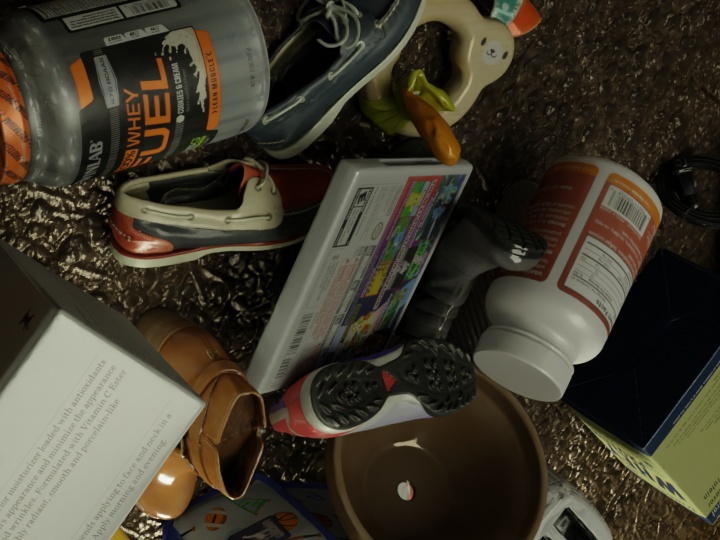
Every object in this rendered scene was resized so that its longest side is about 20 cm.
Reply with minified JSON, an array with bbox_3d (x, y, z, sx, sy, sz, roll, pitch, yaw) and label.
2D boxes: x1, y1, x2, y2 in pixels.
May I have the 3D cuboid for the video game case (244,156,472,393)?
[{"bbox_3d":[0.000,0.000,1.186,0.182,0.023,0.201,-8,127,-57],"label":"video game case"}]

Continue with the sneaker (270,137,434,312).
[{"bbox_3d":[-0.005,-0.035,1.227,0.200,0.066,0.091,-49,164,-6],"label":"sneaker"}]

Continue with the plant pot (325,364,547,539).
[{"bbox_3d":[0.054,0.182,1.282,0.200,0.202,0.093,-22,167,-30],"label":"plant pot"}]

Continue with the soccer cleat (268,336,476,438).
[{"bbox_3d":[0.014,0.099,1.215,0.199,0.073,0.069,-8,81,-44],"label":"soccer cleat"}]

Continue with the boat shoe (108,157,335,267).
[{"bbox_3d":[-0.100,-0.055,1.146,0.199,0.071,0.063,-13,136,-26],"label":"boat shoe"}]

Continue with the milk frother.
[{"bbox_3d":[0.410,-0.045,1.561,0.199,0.181,0.189,0,122,8],"label":"milk frother"}]

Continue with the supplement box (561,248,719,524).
[{"bbox_3d":[0.351,0.125,1.581,0.200,0.134,0.200,-52,134,-5],"label":"supplement box"}]

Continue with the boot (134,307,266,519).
[{"bbox_3d":[-0.132,0.143,1.171,0.073,0.155,0.201,-17,122,-31],"label":"boot"}]

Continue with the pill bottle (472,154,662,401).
[{"bbox_3d":[0.177,0.008,1.289,0.112,0.112,0.201,49,62,-44],"label":"pill bottle"}]

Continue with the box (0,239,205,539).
[{"bbox_3d":[-0.239,0.108,1.017,0.131,0.200,0.199,37,88,-30],"label":"box"}]

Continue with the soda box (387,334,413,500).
[{"bbox_3d":[0.052,0.154,1.397,0.068,0.064,0.201,-25,127,-26],"label":"soda box"}]

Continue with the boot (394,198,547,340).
[{"bbox_3d":[0.086,0.011,1.259,0.069,0.200,0.132,22,95,-16],"label":"boot"}]

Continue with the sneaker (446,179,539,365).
[{"bbox_3d":[0.147,0.020,1.394,0.079,0.078,0.201,19,98,-38],"label":"sneaker"}]

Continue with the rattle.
[{"bbox_3d":[0.104,-0.176,1.215,0.199,0.143,0.131,-21,106,-23],"label":"rattle"}]

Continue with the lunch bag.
[{"bbox_3d":[-0.055,0.265,1.291,0.199,0.170,0.124,10,109,-41],"label":"lunch bag"}]

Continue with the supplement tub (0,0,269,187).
[{"bbox_3d":[-0.173,-0.130,1.014,0.199,0.122,0.123,-21,125,-30],"label":"supplement tub"}]

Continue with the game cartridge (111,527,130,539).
[{"bbox_3d":[-0.277,0.248,1.198,0.176,0.032,0.200,-40,135,-17],"label":"game cartridge"}]

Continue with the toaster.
[{"bbox_3d":[0.167,0.248,1.498,0.114,0.129,0.200,-49,134,-9],"label":"toaster"}]

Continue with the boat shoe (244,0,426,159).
[{"bbox_3d":[-0.024,-0.180,1.150,0.200,0.075,0.062,-47,146,2],"label":"boat shoe"}]
